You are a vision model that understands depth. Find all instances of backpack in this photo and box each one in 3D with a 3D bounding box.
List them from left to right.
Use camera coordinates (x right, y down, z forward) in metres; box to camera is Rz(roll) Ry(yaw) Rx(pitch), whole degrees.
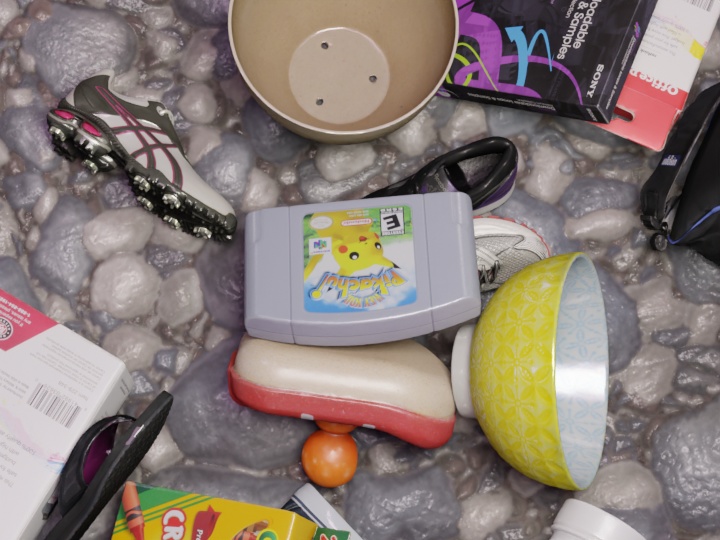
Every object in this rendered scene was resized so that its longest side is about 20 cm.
[{"bbox_3d":[0.365,-0.105,1.606,0.153,0.200,0.192,25,66,-16],"label":"backpack"}]

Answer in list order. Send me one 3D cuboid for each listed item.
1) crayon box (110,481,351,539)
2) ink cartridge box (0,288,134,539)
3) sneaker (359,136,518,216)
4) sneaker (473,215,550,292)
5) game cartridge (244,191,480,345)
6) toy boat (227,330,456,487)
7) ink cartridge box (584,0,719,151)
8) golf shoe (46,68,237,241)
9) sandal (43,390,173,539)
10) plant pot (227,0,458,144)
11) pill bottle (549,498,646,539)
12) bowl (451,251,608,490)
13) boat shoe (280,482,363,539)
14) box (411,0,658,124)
[{"bbox_3d":[-0.117,0.254,1.518,0.198,0.051,0.128,6,73,25],"label":"crayon box"},{"bbox_3d":[-0.306,0.135,1.562,0.147,0.086,0.201,31,78,7],"label":"ink cartridge box"},{"bbox_3d":[0.050,-0.062,1.627,0.199,0.088,0.076,-33,79,-10],"label":"sneaker"},{"bbox_3d":[0.072,0.014,1.599,0.198,0.078,0.083,-14,47,-9],"label":"sneaker"},{"bbox_3d":[0.000,0.000,1.545,0.198,0.041,0.134,-6,56,3],"label":"game cartridge"},{"bbox_3d":[-0.018,0.123,1.575,0.198,0.131,0.132,8,105,0],"label":"toy boat"},{"bbox_3d":[0.255,-0.207,1.684,0.115,0.067,0.201,23,76,5],"label":"ink cartridge box"},{"bbox_3d":[-0.183,-0.105,1.637,0.199,0.077,0.088,35,69,6],"label":"golf shoe"},{"bbox_3d":[-0.227,0.172,1.527,0.048,0.075,0.201,40,106,6],"label":"sandal"},{"bbox_3d":[-0.018,-0.196,1.635,0.198,0.135,0.202,1,76,-3],"label":"plant pot"},{"bbox_3d":[0.159,0.297,1.527,0.111,0.111,0.201,30,76,5],"label":"pill bottle"},{"bbox_3d":[0.138,0.086,1.555,0.107,0.200,0.202,-2,74,20],"label":"bowl"},{"bbox_3d":[-0.010,0.278,1.542,0.091,0.071,0.200,-44,66,-7],"label":"boat shoe"},{"bbox_3d":[0.158,-0.215,1.650,0.199,0.036,0.144,13,73,33],"label":"box"}]
